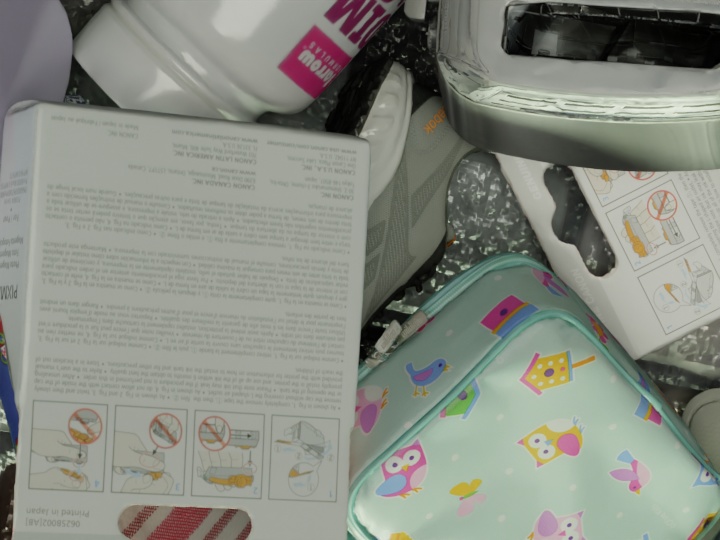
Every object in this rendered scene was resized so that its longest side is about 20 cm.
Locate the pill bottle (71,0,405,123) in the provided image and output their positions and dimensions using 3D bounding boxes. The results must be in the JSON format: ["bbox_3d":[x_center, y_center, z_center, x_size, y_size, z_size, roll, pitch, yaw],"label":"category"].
[{"bbox_3d":[-0.036,-0.147,1.077,0.113,0.113,0.200,42,95,-9],"label":"pill bottle"}]

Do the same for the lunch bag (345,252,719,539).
[{"bbox_3d":[0.070,0.095,1.108,0.160,0.077,0.200,-41,128,6],"label":"lunch bag"}]

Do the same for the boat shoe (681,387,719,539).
[{"bbox_3d":[0.226,0.150,1.170,0.060,0.074,0.201,-20,83,-41],"label":"boat shoe"}]

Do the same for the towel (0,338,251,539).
[{"bbox_3d":[-0.092,0.085,1.091,0.030,0.146,0.201,-7,113,30],"label":"towel"}]

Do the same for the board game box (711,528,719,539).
[{"bbox_3d":[0.266,0.117,1.136,0.135,0.028,0.200,46,67,-12],"label":"board game box"}]

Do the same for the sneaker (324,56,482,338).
[{"bbox_3d":[0.000,0.000,1.110,0.079,0.074,0.201,27,81,-17],"label":"sneaker"}]

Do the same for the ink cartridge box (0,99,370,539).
[{"bbox_3d":[-0.081,0.032,1.012,0.162,0.057,0.201,5,89,-25],"label":"ink cartridge box"}]

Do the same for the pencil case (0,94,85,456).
[{"bbox_3d":[-0.145,0.017,1.116,0.087,0.078,0.201,-18,101,-32],"label":"pencil case"}]

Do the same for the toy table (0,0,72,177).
[{"bbox_3d":[-0.223,-0.072,0.990,0.117,0.200,0.185,18,114,18],"label":"toy table"}]

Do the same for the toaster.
[{"bbox_3d":[0.122,-0.109,1.044,0.199,0.129,0.114,7,84,11],"label":"toaster"}]

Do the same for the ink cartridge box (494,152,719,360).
[{"bbox_3d":[0.177,-0.063,1.145,0.199,0.050,0.162,-26,100,10],"label":"ink cartridge box"}]
